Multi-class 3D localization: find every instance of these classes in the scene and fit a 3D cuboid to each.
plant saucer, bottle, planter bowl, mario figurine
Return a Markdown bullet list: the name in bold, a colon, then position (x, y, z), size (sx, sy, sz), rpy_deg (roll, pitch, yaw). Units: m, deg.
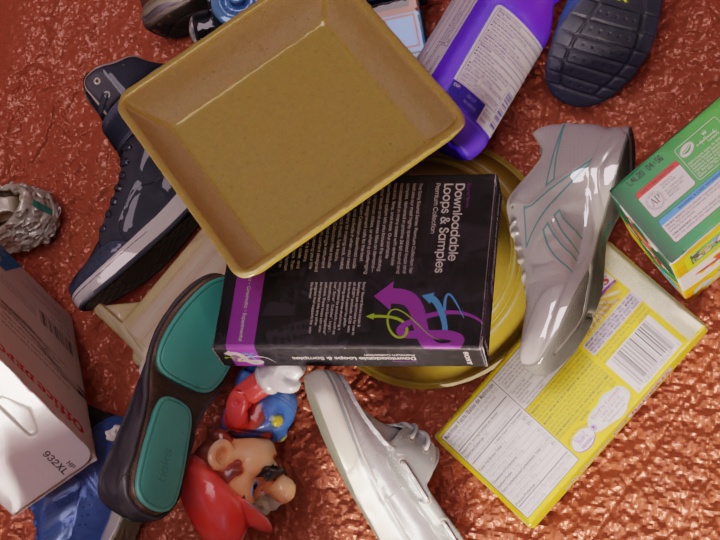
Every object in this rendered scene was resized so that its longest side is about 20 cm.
- **plant saucer**: position (-0.050, -0.106, 1.331), size (0.199, 0.049, 0.200), rpy_deg (-35, 59, -5)
- **bottle**: position (0.103, -0.186, 1.376), size (0.065, 0.083, 0.201), rpy_deg (24, 81, 42)
- **planter bowl**: position (0.045, -0.014, 1.382), size (0.199, 0.083, 0.202), rpy_deg (-3, 78, 15)
- **mario figurine**: position (-0.064, 0.121, 1.364), size (0.106, 0.123, 0.201), rpy_deg (2, 62, 42)

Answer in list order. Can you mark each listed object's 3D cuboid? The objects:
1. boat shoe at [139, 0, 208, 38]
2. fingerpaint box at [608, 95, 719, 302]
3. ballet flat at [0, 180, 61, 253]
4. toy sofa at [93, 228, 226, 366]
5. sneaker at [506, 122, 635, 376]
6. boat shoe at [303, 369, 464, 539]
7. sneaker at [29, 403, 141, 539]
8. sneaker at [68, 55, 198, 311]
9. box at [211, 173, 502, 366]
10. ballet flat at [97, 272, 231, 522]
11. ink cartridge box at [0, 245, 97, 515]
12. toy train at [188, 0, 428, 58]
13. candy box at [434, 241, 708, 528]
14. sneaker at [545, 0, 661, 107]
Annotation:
- **boat shoe**: position (-0.098, -0.263, 1.481), size (0.199, 0.076, 0.072), rpy_deg (-23, 71, 9)
- **fingerpaint box**: position (0.281, -0.079, 1.284), size (0.200, 0.167, 0.073), rpy_deg (-41, 73, 5)
- **ballet flat**: position (-0.349, -0.042, 1.510), size (0.199, 0.072, 0.072), rpy_deg (-11, 76, 14)
- **toy sofa**: position (-0.104, -0.004, 1.420), size (0.097, 0.083, 0.200), rpy_deg (41, 93, 17)
- **sneaker**: position (0.144, -0.018, 1.341), size (0.080, 0.070, 0.202), rpy_deg (12, 72, 19)
- **boat shoe**: position (0.025, 0.147, 1.329), size (0.071, 0.070, 0.202), rpy_deg (-30, 110, -6)
- **sneaker**: position (-0.240, 0.201, 1.420), size (0.111, 0.077, 0.201), rpy_deg (24, 85, 17)
- **sneaker**: position (-0.194, -0.078, 1.458), size (0.146, 0.077, 0.202), rpy_deg (42, 82, 8)
- **box**: position (0.000, 0.000, 1.309), size (0.198, 0.036, 0.144), rpy_deg (-1, 61, 15)
- **ballet flat**: position (-0.144, 0.092, 1.326), size (0.073, 0.073, 0.201), rpy_deg (8, 61, 17)
- **ink cartridge box**: position (-0.285, 0.066, 1.378), size (0.083, 0.145, 0.200), rpy_deg (-35, 32, 7)
- **toy train**: position (-0.035, -0.184, 1.432), size (0.198, 0.087, 0.115), rpy_deg (-11, 79, 4)
- **candy box**: position (0.158, 0.086, 1.359), size (0.102, 0.026, 0.200), rpy_deg (42, 92, 23)
- **sneaker**: position (0.199, -0.223, 1.394), size (0.073, 0.082, 0.201), rpy_deg (20, 103, -6)
